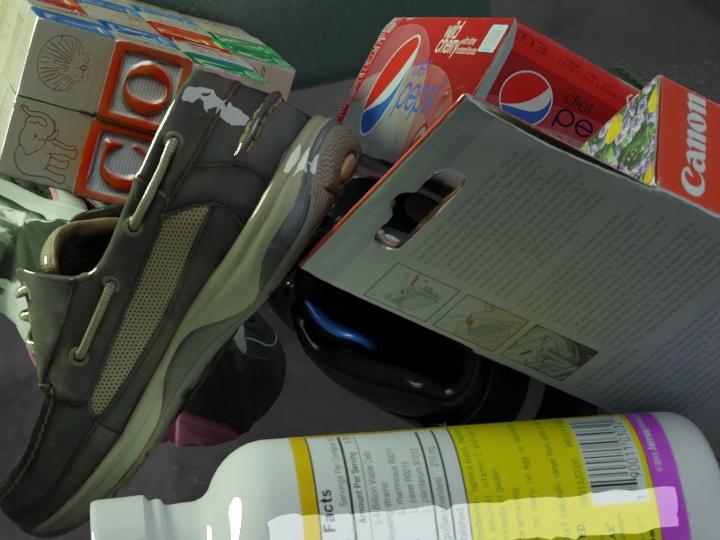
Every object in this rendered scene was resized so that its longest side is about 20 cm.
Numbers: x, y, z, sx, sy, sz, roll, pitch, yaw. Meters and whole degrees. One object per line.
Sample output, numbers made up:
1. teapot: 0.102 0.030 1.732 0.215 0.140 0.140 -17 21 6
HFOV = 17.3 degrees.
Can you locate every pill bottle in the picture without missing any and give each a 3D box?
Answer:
1. pill bottle: 0.015 0.103 0.764 0.199 0.105 0.104 -4 39 -6

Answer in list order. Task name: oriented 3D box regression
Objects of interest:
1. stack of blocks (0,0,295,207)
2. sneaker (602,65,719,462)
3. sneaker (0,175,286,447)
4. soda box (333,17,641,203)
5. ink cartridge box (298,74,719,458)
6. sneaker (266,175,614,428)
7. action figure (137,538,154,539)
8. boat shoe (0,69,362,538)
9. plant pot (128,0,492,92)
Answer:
1. stack of blocks: -0.088 -0.068 0.917 0.115 0.059 0.200 14 9 -16
2. sneaker: 0.089 -0.007 0.924 0.088 0.074 0.200 -6 43 -3
3. sneaker: -0.103 -0.009 0.924 0.200 0.081 0.086 31 36 24
4. soda box: 0.047 -0.054 0.901 0.070 0.064 0.200 28 1 -14
5. ink cartridge box: 0.093 -0.005 0.766 0.199 0.109 0.051 24 50 -20
6. sneaker: 0.000 0.000 0.865 0.200 0.112 0.073 34 93 42
7. action figure: -0.065 0.151 0.624 0.149 0.134 0.200 -34 14 24
8. boat shoe: -0.077 0.009 0.809 0.073 0.200 0.075 37 28 -2
9. plant pot: -0.076 -0.191 1.066 0.199 0.197 0.196 -23 44 -17
